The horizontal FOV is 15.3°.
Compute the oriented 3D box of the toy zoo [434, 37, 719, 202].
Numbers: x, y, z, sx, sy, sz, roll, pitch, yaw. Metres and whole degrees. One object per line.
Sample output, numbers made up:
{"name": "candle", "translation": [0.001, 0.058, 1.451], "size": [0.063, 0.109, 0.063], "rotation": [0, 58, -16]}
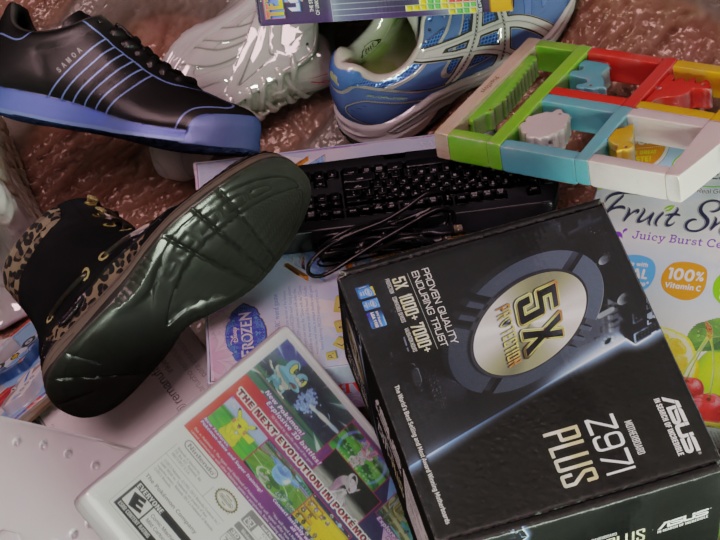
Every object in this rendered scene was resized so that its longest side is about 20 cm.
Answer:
{"name": "toy zoo", "translation": [0.163, -0.094, 1.657], "size": [0.200, 0.020, 0.131], "rotation": [11, 38, 29]}

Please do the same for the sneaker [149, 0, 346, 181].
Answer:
{"name": "sneaker", "translation": [-0.065, -0.138, 1.799], "size": [0.099, 0.078, 0.200], "rotation": [27, 75, 26]}

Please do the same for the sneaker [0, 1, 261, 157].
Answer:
{"name": "sneaker", "translation": [-0.154, -0.124, 1.741], "size": [0.200, 0.070, 0.078], "rotation": [12, 88, 14]}

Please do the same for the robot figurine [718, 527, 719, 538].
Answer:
{"name": "robot figurine", "translation": [0.293, 0.171, 1.475], "size": [0.200, 0.116, 0.175], "rotation": [31, 82, 30]}

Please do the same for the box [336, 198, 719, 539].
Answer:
{"name": "box", "translation": [0.093, 0.077, 1.503], "size": [0.164, 0.086, 0.200], "rotation": [-15, 53, -7]}

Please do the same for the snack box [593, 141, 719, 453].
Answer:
{"name": "snack box", "translation": [0.203, 0.008, 1.635], "size": [0.142, 0.053, 0.200], "rotation": [8, 65, 23]}

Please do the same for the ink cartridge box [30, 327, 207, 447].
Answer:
{"name": "ink cartridge box", "translation": [-0.149, 0.145, 1.665], "size": [0.200, 0.084, 0.145], "rotation": [-38, 56, -3]}

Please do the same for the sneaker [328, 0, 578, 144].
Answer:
{"name": "sneaker", "translation": [0.064, -0.160, 1.763], "size": [0.200, 0.077, 0.076], "rotation": [-39, 55, -8]}

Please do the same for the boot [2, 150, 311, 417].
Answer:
{"name": "boot", "translation": [-0.133, -0.019, 1.643], "size": [0.204, 0.073, 0.154], "rotation": [-44, 34, 3]}

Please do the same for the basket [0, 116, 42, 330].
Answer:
{"name": "basket", "translation": [-0.327, -0.046, 1.768], "size": [0.200, 0.198, 0.161], "rotation": [-25, 55, 5]}

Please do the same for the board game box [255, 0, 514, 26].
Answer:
{"name": "board game box", "translation": [0.019, -0.234, 1.766], "size": [0.165, 0.057, 0.200], "rotation": [-4, 33, 7]}

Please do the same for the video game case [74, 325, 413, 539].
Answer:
{"name": "video game case", "translation": [-0.038, 0.155, 1.518], "size": [0.200, 0.023, 0.182], "rotation": [50, 51, 0]}

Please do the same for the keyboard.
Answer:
{"name": "keyboard", "translation": [0.025, -0.049, 1.654], "size": [0.200, 0.040, 0.104], "rotation": [-8, 43, -1]}

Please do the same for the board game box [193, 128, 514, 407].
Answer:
{"name": "board game box", "translation": [0.000, 0.000, 1.665], "size": [0.199, 0.041, 0.200], "rotation": [-6, 44, 0]}

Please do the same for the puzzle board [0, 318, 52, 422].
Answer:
{"name": "puzzle board", "translation": [-0.264, 0.102, 1.708], "size": [0.200, 0.017, 0.151], "rotation": [-41, 21, -13]}

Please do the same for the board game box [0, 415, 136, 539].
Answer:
{"name": "board game box", "translation": [-0.209, 0.188, 1.559], "size": [0.200, 0.026, 0.200], "rotation": [10, 75, 31]}
